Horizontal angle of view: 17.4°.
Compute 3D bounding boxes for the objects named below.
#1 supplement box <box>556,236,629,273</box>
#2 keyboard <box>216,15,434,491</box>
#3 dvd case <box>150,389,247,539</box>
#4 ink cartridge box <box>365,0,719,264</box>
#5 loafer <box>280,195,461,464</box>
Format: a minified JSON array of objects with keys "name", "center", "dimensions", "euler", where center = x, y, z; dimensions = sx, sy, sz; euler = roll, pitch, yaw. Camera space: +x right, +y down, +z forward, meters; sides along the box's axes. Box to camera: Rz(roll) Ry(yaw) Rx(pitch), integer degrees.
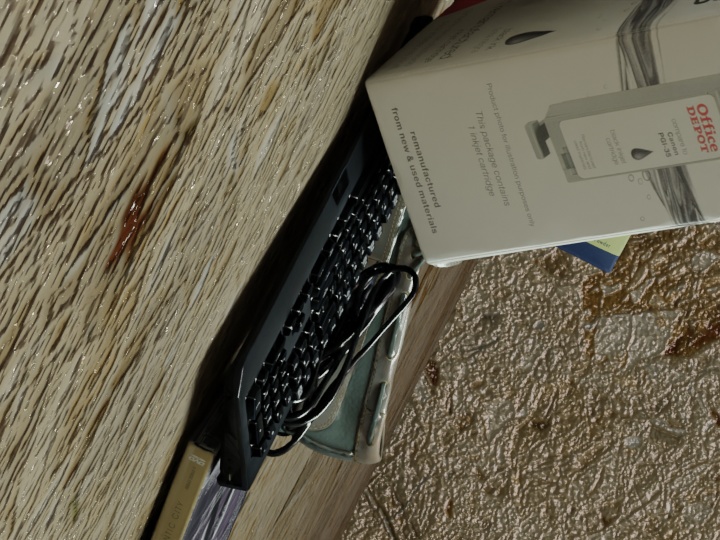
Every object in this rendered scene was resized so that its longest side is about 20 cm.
[{"name":"supplement box","center":[0.197,-0.148,1.837],"dimensions":[0.200,0.134,0.200],"euler":[-58,173,-53]},{"name":"keyboard","center":[0.000,0.000,0.931],"dimensions":[0.104,0.040,0.200],"euler":[97,17,-55]},{"name":"dvd case","center":[-0.069,0.107,1.005],"dimensions":[0.149,0.016,0.200],"euler":[-58,172,-55]},{"name":"ink cartridge box","center":[0.126,-0.078,0.912],"dimensions":[0.147,0.200,0.083],"euler":[-45,121,-53]},{"name":"loafer","center":[0.018,-0.005,1.068],"dimensions":[0.200,0.063,0.072],"euler":[-65,175,19]}]
